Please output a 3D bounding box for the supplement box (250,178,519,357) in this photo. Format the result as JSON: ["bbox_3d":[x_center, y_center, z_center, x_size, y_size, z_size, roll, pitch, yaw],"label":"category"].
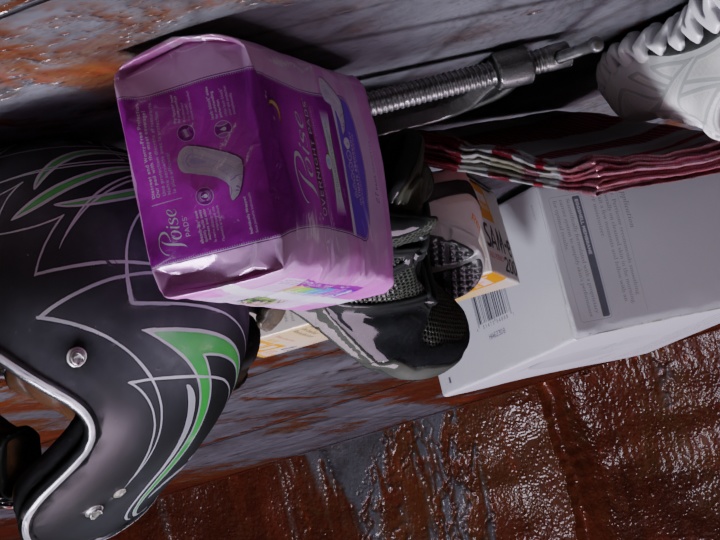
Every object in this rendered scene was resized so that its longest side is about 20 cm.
[{"bbox_3d":[0.000,0.000,1.986,0.200,0.074,0.126,-17,173,11],"label":"supplement box"}]

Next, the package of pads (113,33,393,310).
[{"bbox_3d":[-0.046,-0.045,1.400,0.076,0.121,0.200,-14,173,16],"label":"package of pads"}]

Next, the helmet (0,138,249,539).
[{"bbox_3d":[-0.152,0.025,1.460,0.200,0.200,0.191,-9,132,-35],"label":"helmet"}]

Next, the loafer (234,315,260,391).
[{"bbox_3d":[-0.118,0.052,1.861,0.073,0.071,0.200,6,-169,-20],"label":"loafer"}]

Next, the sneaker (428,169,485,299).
[{"bbox_3d":[-0.022,-0.028,1.709,0.200,0.080,0.074,5,138,4],"label":"sneaker"}]

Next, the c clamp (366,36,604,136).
[{"bbox_3d":[0.021,-0.094,1.557,0.200,0.027,0.171,-15,177,-7],"label":"c clamp"}]

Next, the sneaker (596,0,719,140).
[{"bbox_3d":[0.192,-0.106,1.580,0.075,0.081,0.200,-14,174,-20],"label":"sneaker"}]

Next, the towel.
[{"bbox_3d":[0.129,-0.074,1.663,0.144,0.023,0.200,-10,-166,-34],"label":"towel"}]

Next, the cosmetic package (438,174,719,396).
[{"bbox_3d":[0.177,0.002,2.155,0.200,0.123,0.199,-9,170,-30],"label":"cosmetic package"}]

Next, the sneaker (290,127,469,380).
[{"bbox_3d":[0.021,-0.009,1.602,0.114,0.076,0.199,-32,135,23],"label":"sneaker"}]

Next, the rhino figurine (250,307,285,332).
[{"bbox_3d":[-0.137,0.004,1.753,0.087,0.060,0.200,34,-156,34],"label":"rhino figurine"}]
